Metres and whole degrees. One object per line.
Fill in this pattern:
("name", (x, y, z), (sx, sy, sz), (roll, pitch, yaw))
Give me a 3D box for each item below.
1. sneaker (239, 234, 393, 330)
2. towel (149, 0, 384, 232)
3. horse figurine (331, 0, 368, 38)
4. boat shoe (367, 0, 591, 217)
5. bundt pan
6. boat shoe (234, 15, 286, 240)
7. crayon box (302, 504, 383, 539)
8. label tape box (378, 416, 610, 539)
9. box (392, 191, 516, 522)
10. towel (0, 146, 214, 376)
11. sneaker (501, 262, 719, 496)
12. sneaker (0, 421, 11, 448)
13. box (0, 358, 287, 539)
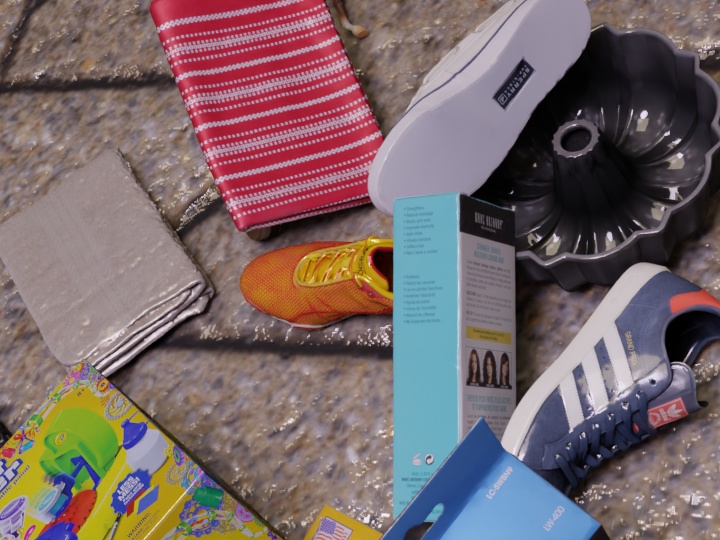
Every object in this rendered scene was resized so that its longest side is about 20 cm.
("sneaker", (0.000, 0.000, 1.077), (0.200, 0.077, 0.073), (0, 60, 27))
("towel", (-0.062, -0.133, 1.143), (0.145, 0.022, 0.200), (-15, 71, -24))
("horse figurine", (-0.057, -0.230, 1.277), (0.200, 0.050, 0.133), (-29, 58, 0))
("boat shoe", (0.072, -0.116, 1.040), (0.200, 0.071, 0.070), (-51, 25, -8))
("bundt pan", (0.157, -0.070, 1.051), (0.202, 0.076, 0.202), (-12, 55, 17))
("boat shoe", (-0.066, -0.121, 1.187), (0.072, 0.072, 0.200), (-1, 70, -16))
("crayon box", (-0.020, 0.259, 0.925), (0.126, 0.052, 0.200), (22, 70, 34))
("label tape box", (0.074, 0.192, 0.831), (0.063, 0.200, 0.144), (31, 75, 37))
("box", (0.059, 0.056, 0.955), (0.049, 0.082, 0.200), (-4, 82, 30))
("towel", (-0.206, -0.005, 1.203), (0.132, 0.034, 0.200), (-35, 50, -2))
("sneaker", (0.162, 0.085, 0.945), (0.084, 0.075, 0.200), (25, 72, 36))
("sneaker", (-0.355, 0.096, 1.174), (0.085, 0.078, 0.200), (-44, 52, -7))
("box", (-0.169, 0.195, 0.960), (0.200, 0.122, 0.193), (-49, 35, -9))
